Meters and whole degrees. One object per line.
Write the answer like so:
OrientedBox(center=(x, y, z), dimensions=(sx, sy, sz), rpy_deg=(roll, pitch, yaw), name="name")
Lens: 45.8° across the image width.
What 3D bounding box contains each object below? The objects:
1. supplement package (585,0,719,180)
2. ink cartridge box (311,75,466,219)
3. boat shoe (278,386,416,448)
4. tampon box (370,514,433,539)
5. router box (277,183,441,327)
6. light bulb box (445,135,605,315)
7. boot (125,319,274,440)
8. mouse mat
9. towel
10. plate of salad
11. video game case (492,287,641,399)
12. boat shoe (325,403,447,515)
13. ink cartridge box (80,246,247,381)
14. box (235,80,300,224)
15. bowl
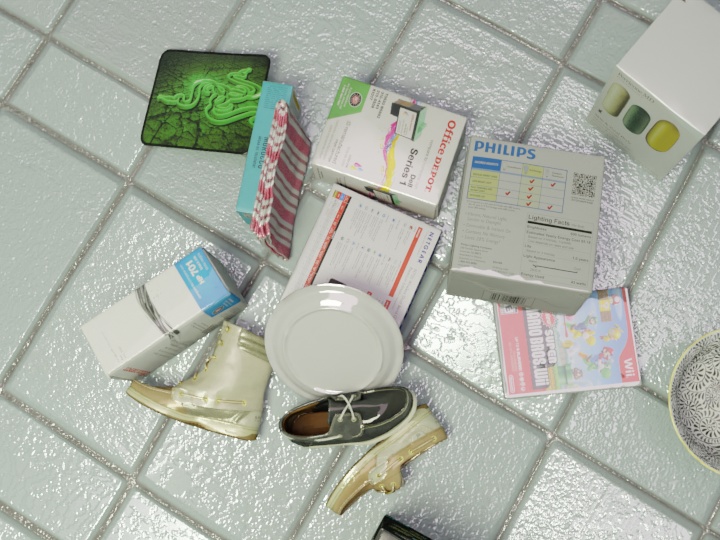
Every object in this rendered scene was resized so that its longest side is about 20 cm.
OrientedBox(center=(0.440, -0.256, 1.204), dimensions=(0.151, 0.200, 0.151), rpy_deg=(41, 84, 10), name="supplement package")
OrientedBox(center=(0.045, -0.182, 1.269), dimensions=(0.198, 0.084, 0.147), rpy_deg=(19, 81, 6), name="ink cartridge box")
OrientedBox(center=(-0.018, 0.202, 1.179), dimensions=(0.198, 0.068, 0.073), rpy_deg=(-16, 57, 19), name="boat shoe")
OrientedBox(center=(0.064, 0.415, 1.100), dimensions=(0.149, 0.200, 0.127), rpy_deg=(27, 82, 8), name="tampon box")
OrientedBox(center=(0.000, 0.000, 1.256), dimensions=(0.178, 0.049, 0.202), rpy_deg=(24, 82, 7), name="router box")
OrientedBox(center=(0.231, -0.061, 1.209), dimensions=(0.195, 0.125, 0.203), rpy_deg=(10, 74, 5), name="light bulb box")
OrientedBox(center=(-0.223, 0.145, 1.229), dimensions=(0.197, 0.072, 0.157), rpy_deg=(17, 82, -1), name="boot")
OrientedBox(center=(-0.241, -0.262, 1.313), dimensions=(0.197, 0.008, 0.163), rpy_deg=(8, 80, 18), name="mouse mat")
OrientedBox(center=(-0.109, -0.126, 1.235), dimensions=(0.029, 0.146, 0.203), rpy_deg=(8, 79, 12), name="towel")
OrientedBox(center=(-0.037, 0.103, 1.199), dimensions=(0.197, 0.048, 0.202), rpy_deg=(3, 118, 6), name="plate of salad")
OrientedBox(center=(0.298, 0.105, 1.238), dimensions=(0.197, 0.017, 0.145), rpy_deg=(-6, 79, 1), name="video game case")
OrientedBox(center=(0.038, 0.276, 1.191), dimensions=(0.200, 0.074, 0.066), rpy_deg=(-43, 75, -5), name="boat shoe")
OrientedBox(center=(-0.272, 0.066, 1.208), dimensions=(0.199, 0.147, 0.086), rpy_deg=(-33, 81, -3), name="ink cartridge box")
OrientedBox(center=(-0.137, -0.172, 1.278), dimensions=(0.048, 0.082, 0.203), rpy_deg=(10, 80, 6), name="box")
OrientedBox(center=(0.511, 0.183, 1.174), dimensions=(0.198, 0.094, 0.204), rpy_deg=(0, 79, 2), name="bowl")
